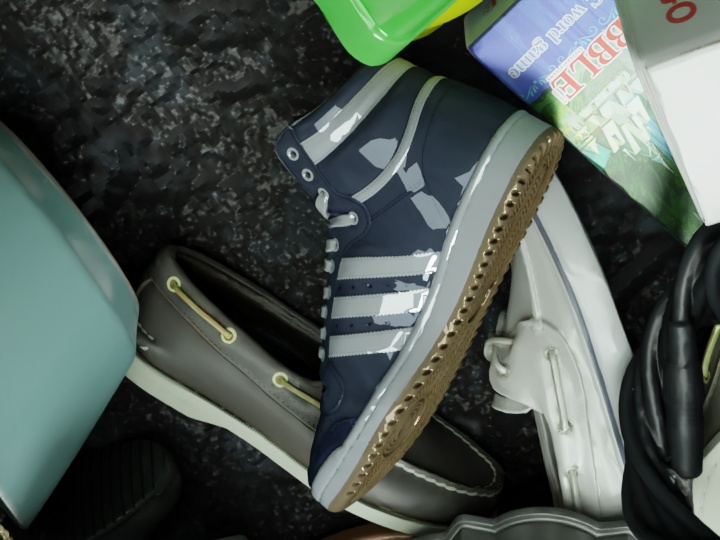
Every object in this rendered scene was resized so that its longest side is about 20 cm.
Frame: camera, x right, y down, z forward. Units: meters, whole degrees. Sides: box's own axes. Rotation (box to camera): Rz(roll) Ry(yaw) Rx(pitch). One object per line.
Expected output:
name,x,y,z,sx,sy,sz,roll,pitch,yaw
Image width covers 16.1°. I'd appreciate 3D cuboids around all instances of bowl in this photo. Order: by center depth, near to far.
bowl,-0.172,0.006,1.132,0.105,0.201,0.201,-38,104,-11

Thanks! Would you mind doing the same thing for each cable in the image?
cable,0.161,0.057,1.026,0.050,0.164,0.200,2,142,-17

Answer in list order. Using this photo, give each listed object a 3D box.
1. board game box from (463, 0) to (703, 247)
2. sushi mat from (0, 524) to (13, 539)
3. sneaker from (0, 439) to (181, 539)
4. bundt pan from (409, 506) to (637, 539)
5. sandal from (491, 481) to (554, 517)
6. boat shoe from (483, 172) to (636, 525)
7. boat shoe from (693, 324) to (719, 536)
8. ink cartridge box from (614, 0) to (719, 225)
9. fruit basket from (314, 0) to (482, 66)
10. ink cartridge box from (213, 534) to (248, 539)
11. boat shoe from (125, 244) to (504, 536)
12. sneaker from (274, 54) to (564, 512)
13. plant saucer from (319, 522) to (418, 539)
board game box,0.183,-0.105,1.091,0.199,0.041,0.200,39,112,-18
sushi mat,-0.182,0.099,1.161,0.012,0.200,0.096,-36,107,-12
sneaker,-0.145,0.162,1.246,0.200,0.074,0.088,-40,116,21
bundt pan,0.087,0.205,1.157,0.201,0.076,0.203,7,130,8
sandal,0.158,0.141,1.194,0.199,0.076,0.048,2,138,6
boat shoe,0.088,0.044,1.148,0.065,0.072,0.201,-19,103,-1
boat shoe,0.185,0.045,1.116,0.072,0.060,0.202,2,130,-13
ink cartridge box,0.201,-0.117,0.978,0.199,0.147,0.083,-20,123,10
fruit basket,0.026,-0.176,1.043,0.215,0.216,0.156,-29,105,17
ink cartridge box,-0.101,0.201,1.135,0.084,0.200,0.145,44,98,12
boat shoe,-0.018,0.057,1.179,0.200,0.072,0.061,27,116,-1
sneaker,0.000,0.000,1.115,0.108,0.070,0.201,31,108,13
plant saucer,0.030,0.213,1.257,0.199,0.032,0.201,3,112,7
